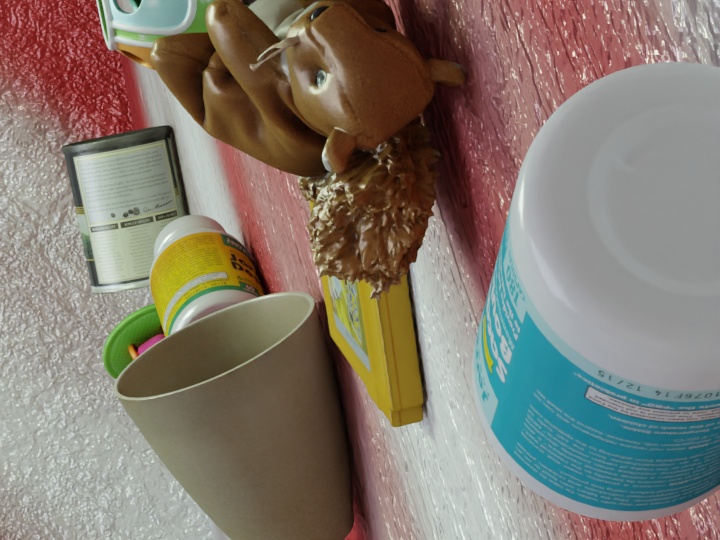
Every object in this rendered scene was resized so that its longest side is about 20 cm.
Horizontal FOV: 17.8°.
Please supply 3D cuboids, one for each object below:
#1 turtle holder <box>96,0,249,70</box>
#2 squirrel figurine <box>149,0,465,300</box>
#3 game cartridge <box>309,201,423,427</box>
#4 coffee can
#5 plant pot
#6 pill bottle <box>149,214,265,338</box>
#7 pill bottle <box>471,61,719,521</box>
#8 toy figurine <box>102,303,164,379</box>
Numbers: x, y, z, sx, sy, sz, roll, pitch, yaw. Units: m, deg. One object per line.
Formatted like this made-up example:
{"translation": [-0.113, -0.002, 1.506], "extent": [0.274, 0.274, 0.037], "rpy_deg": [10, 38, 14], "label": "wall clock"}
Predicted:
{"translation": [-0.168, -0.263, 2.027], "extent": [0.141, 0.132, 0.186], "rpy_deg": [-120, 20, -65], "label": "turtle holder"}
{"translation": [-0.003, -0.091, 1.319], "extent": [0.200, 0.142, 0.187], "rpy_deg": [62, 164, -20], "label": "squirrel figurine"}
{"translation": [0.000, 0.000, 1.639], "extent": [0.200, 0.032, 0.176], "rpy_deg": [-124, 24, -70], "label": "game cartridge"}
{"translation": [-0.306, -0.082, 3.058], "extent": [0.146, 0.146, 0.200], "rpy_deg": [-157, 56, -79], "label": "coffee can"}
{"translation": [-0.087, 0.149, 1.982], "extent": [0.187, 0.187, 0.200], "rpy_deg": [-132, 18, -73], "label": "plant pot"}
{"translation": [-0.158, 0.026, 2.390], "extent": [0.200, 0.113, 0.113], "rpy_deg": [-116, 17, -57], "label": "pill bottle"}
{"translation": [0.098, 0.020, 0.806], "extent": [0.200, 0.111, 0.111], "rpy_deg": [98, 159, -64], "label": "pill bottle"}
{"translation": [-0.228, 0.168, 3.031], "extent": [0.184, 0.150, 0.200], "rpy_deg": [59, -178, 39], "label": "toy figurine"}
